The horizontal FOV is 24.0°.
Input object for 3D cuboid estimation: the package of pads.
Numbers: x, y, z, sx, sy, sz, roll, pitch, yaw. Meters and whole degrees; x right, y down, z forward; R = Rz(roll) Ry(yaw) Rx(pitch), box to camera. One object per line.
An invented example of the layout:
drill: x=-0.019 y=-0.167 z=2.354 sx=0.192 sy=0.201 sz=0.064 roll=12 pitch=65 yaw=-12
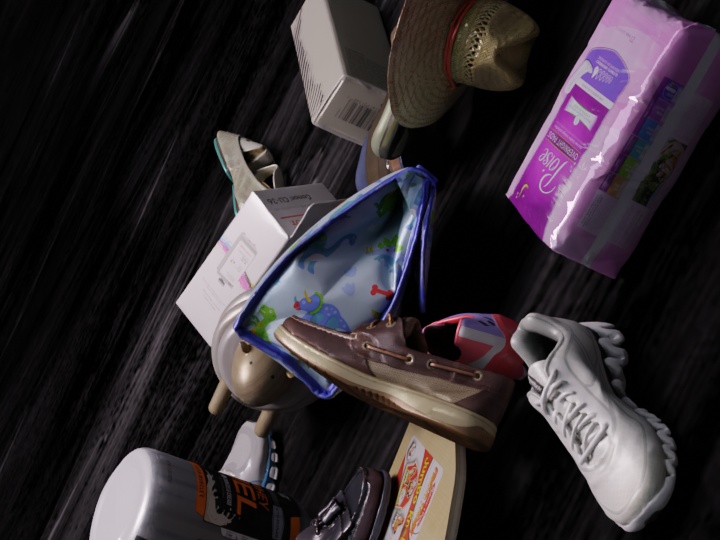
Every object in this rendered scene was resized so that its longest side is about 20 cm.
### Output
package of pads: x=0.195 y=-0.107 z=1.277 sx=0.201 sy=0.075 sz=0.121 roll=-61 pitch=23 yaw=14

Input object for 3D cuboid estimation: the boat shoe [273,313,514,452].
boat shoe: x=0.027 y=0.070 z=1.313 sx=0.199 sy=0.072 sz=0.072 roll=23 pitch=79 yaw=28

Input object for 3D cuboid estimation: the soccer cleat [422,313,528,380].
soccer cleat: x=0.064 y=0.067 z=1.396 sx=0.200 sy=0.076 sz=0.067 roll=-14 pitch=57 yaw=59

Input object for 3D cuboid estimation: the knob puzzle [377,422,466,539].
knob puzzle: x=0.049 y=0.211 z=1.343 sx=0.220 sy=0.030 sz=0.221 roll=-159 pitch=90 yaw=-76

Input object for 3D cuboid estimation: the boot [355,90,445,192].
boot: x=0.036 y=-0.160 z=1.637 sx=0.097 sy=0.074 sz=0.201 roll=-25 pitch=50 yaw=51

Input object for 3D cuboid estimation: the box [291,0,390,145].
box: x=-0.015 y=-0.217 z=1.777 sx=0.069 sy=0.082 sz=0.200 roll=-55 pitch=27 yaw=28

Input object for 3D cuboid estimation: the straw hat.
straw hat: x=0.111 y=-0.200 z=1.489 sx=0.085 sy=0.201 sz=0.202 roll=25 pitch=93 yaw=23

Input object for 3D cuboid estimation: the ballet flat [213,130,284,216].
ballet flat: x=-0.119 y=-0.108 z=1.940 sx=0.062 sy=0.068 sz=0.200 roll=-32 pitch=38 yaw=8

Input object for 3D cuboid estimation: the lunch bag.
lunch bag: x=0.000 y=0.000 z=1.451 sx=0.200 sy=0.127 sz=0.170 roll=-55 pitch=-1 yaw=2

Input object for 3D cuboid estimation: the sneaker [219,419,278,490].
sneaker: x=-0.143 y=0.237 z=1.661 sx=0.075 sy=0.086 sz=0.201 roll=-13 pitch=57 yaw=62

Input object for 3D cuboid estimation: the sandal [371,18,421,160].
sandal: x=0.050 y=-0.199 z=1.541 sx=0.057 sy=0.080 sz=0.202 roll=24 pitch=82 yaw=23

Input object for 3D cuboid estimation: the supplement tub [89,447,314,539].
supplement tub: x=-0.127 y=0.241 z=1.490 sx=0.123 sy=0.199 sz=0.123 roll=-43 pitch=35 yaw=40

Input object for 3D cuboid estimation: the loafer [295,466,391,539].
loafer: x=-0.037 y=0.250 z=1.420 sx=0.072 sy=0.063 sz=0.201 roll=-106 pitch=38 yaw=-70

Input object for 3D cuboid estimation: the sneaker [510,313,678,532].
sneaker: x=0.158 y=0.102 z=1.181 sx=0.075 sy=0.081 sz=0.200 roll=-54 pitch=30 yaw=23

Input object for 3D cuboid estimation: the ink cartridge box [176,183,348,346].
ink cartridge box: x=-0.083 y=-0.020 z=1.696 sx=0.068 sy=0.116 sz=0.200 roll=50 pitch=122 yaw=20

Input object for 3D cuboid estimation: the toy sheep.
toy sheep: x=-0.079 y=0.074 z=1.619 sx=0.138 sy=0.137 sz=0.200 roll=-56 pitch=4 yaw=23
